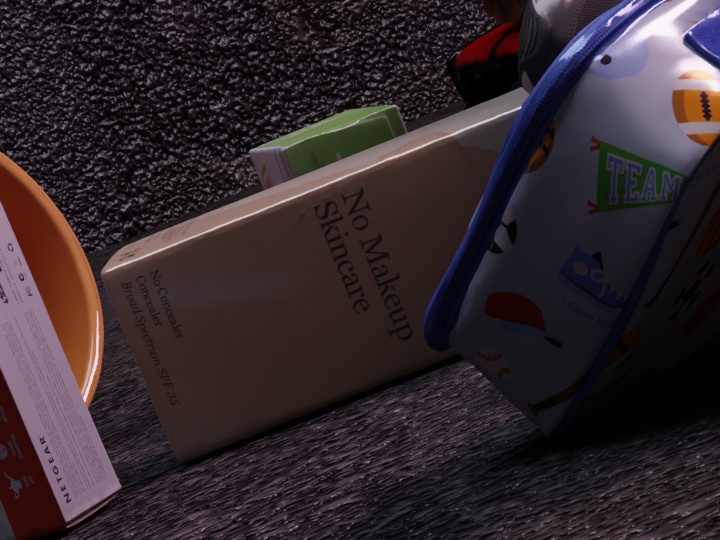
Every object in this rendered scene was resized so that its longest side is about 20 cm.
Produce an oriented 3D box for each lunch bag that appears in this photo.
[{"bbox_3d":[0.112,-0.045,0.968,0.200,0.075,0.160,-38,-22,-43],"label":"lunch bag"}]

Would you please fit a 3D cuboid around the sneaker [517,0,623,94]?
[{"bbox_3d":[0.147,-0.099,1.238,0.084,0.075,0.200,19,18,41],"label":"sneaker"}]

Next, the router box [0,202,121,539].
[{"bbox_3d":[-0.218,0.034,1.244,0.179,0.200,0.049,-21,5,29],"label":"router box"}]

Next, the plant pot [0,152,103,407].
[{"bbox_3d":[-0.243,0.040,1.439,0.200,0.200,0.140,-27,-9,-42],"label":"plant pot"}]

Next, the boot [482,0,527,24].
[{"bbox_3d":[0.116,-0.180,1.302,0.107,0.075,0.200,-23,-7,-16],"label":"boot"}]

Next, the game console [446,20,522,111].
[{"bbox_3d":[0.155,-0.101,1.426,0.200,0.119,0.172,-32,10,-20],"label":"game console"}]

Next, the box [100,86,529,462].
[{"bbox_3d":[0.000,0.000,1.269,0.200,0.095,0.078,-23,7,6],"label":"box"}]

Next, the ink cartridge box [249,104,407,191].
[{"bbox_3d":[-0.006,-0.022,1.449,0.059,0.104,0.200,-22,5,-7],"label":"ink cartridge box"}]
